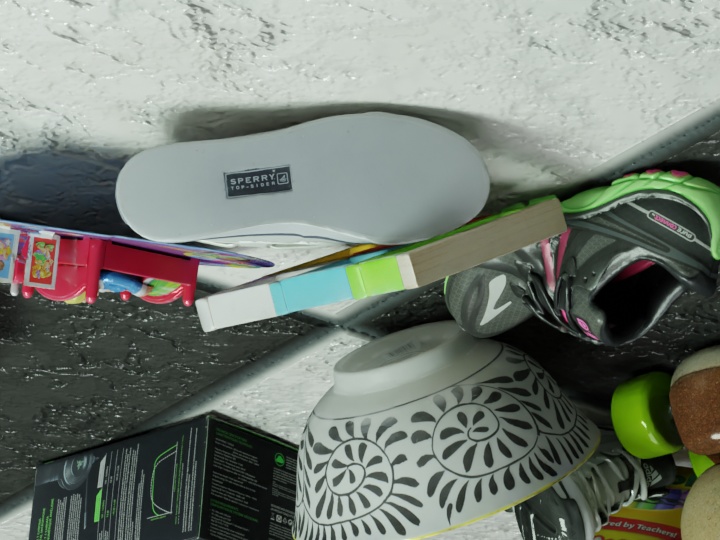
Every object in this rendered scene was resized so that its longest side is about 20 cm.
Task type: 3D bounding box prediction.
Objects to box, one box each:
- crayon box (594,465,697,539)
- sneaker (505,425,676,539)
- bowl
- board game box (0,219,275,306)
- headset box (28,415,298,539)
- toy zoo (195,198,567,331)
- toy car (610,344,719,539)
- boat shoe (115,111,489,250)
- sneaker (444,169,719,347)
[{"bbox_3d":[0.184,0.184,1.867,0.127,0.200,0.051,6,121,24],"label":"crayon box"},{"bbox_3d":[0.154,0.132,1.808,0.115,0.076,0.201,-9,-169,-5],"label":"sneaker"},{"bbox_3d":[0.039,0.089,1.715,0.200,0.094,0.201,-17,-169,4],"label":"bowl"},{"bbox_3d":[-0.150,0.002,1.587,0.200,0.039,0.158,8,176,-9],"label":"board game box"},{"bbox_3d":[-0.119,0.189,2.000,0.200,0.093,0.174,-19,148,41],"label":"headset box"},{"bbox_3d":[0.000,0.000,1.555,0.200,0.020,0.131,-12,-175,45],"label":"toy zoo"},{"bbox_3d":[0.258,0.156,1.742,0.164,0.200,0.158,-19,147,41],"label":"toy car"},{"bbox_3d":[-0.030,-0.043,1.506,0.200,0.072,0.066,-8,179,3],"label":"boat shoe"},{"bbox_3d":[0.121,0.004,1.565,0.077,0.084,0.200,24,149,-36],"label":"sneaker"}]
